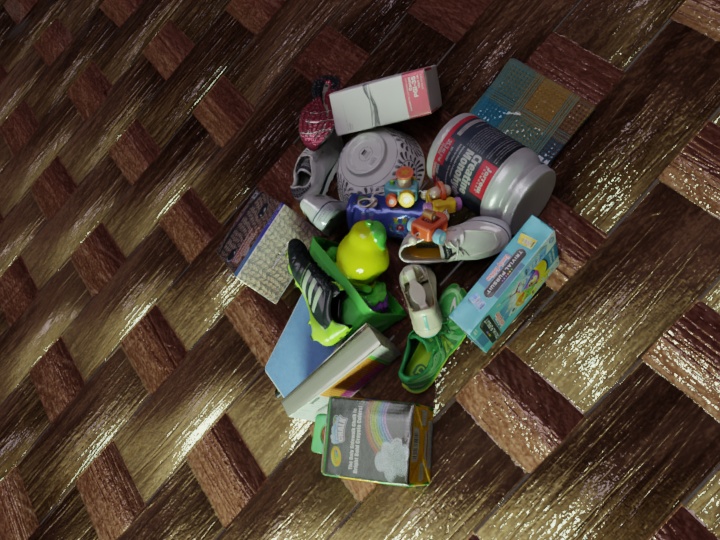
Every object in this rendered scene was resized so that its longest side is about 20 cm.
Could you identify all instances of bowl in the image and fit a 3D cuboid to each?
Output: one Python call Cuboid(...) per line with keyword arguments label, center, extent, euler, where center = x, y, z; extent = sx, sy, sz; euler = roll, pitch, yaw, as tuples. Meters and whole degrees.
Cuboid(label="bowl", center=(0.024, -0.212, 1.114), extent=(0.195, 0.094, 0.207), euler=(-8, 69, 22))

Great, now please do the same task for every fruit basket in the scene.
Cuboid(label="fruit basket", center=(0.000, 0.000, 1.014), extent=(0.211, 0.154, 0.223), euler=(-6, 80, 34))

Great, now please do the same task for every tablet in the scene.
Cuboid(label="tablet", center=(-0.105, 0.151, 1.029), extent=(0.130, 0.013, 0.203), euler=(44, 117, 33))

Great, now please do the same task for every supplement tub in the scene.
Cuboid(label="supplement tub", center=(0.225, -0.171, 0.981), extent=(0.141, 0.140, 0.199), euler=(-49, 60, 1))

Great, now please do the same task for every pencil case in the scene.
Cuboid(label="pencil case", center=(0.070, -0.096, 1.046), extent=(0.194, 0.088, 0.079), euler=(8, 45, 15))

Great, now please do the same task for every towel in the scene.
Cuboid(label="towel", center=(0.317, -0.298, 1.053), extent=(0.199, 0.022, 0.148), euler=(42, 93, 28))

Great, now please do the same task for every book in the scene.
Cuboid(label="book", center=(-0.028, 0.189, 0.977), extent=(0.199, 0.133, 0.048), euler=(-41, 61, 5))

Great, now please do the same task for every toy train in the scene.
Cuboid(label="toy train", center=(0.090, -0.120, 0.954), extent=(0.148, 0.057, 0.198), euler=(-29, 43, -31))

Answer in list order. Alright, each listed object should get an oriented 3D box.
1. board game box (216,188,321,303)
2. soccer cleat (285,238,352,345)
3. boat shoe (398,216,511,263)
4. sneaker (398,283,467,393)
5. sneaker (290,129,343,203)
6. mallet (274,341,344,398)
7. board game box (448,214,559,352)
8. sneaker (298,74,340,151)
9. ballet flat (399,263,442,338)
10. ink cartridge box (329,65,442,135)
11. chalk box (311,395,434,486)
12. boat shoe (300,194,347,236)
Cuboid(label="board game box", center=(-0.187, -0.054, 1.105), extent=(0.162, 0.096, 0.199), euler=(-56, 30, -2))
Cuboid(label="soccer cleat", center=(-0.070, 0.028, 0.965), extent=(0.080, 0.067, 0.205), euler=(-29, 71, 21))
Cuboid(label="boat shoe", center=(0.155, -0.042, 0.945), extent=(0.195, 0.073, 0.070), euler=(-2, 26, 28))
Cuboid(label="sneaker", center=(0.129, 0.116, 0.958), extent=(0.073, 0.083, 0.204), euler=(25, 83, 29))
Cuboid(label="sneaker", center=(-0.093, -0.233, 1.180), extent=(0.074, 0.080, 0.205), euler=(2, 67, 30))
Cuboid(label="mallet", center=(-0.081, 0.195, 1.052), extent=(0.198, 0.041, 0.067), euler=(-39, 44, 12))
Cuboid(label="board game box", center=(0.238, 0.029, 0.901), extent=(0.047, 0.151, 0.201), euler=(40, 91, 29))
Cuboid(label="sneaker", center=(-0.074, -0.320, 1.164), extent=(0.078, 0.076, 0.204), euler=(6, 53, 9))
Cuboid(label="ballet flat", center=(0.099, 0.029, 0.963), extent=(0.068, 0.070, 0.202), euler=(-30, 32, 12))
Cuboid(label="ink cartridge box", center=(0.052, -0.337, 1.105), extent=(0.194, 0.147, 0.085), euler=(-8, 110, 20))
Cuboid(label="chalk box", center=(0.012, 0.282, 0.934), extent=(0.194, 0.123, 0.128), euler=(-1, 73, 25))
Cuboid(label="boat shoe", center=(-0.067, -0.116, 1.059), extent=(0.066, 0.200, 0.074), euler=(40, 91, 3))
